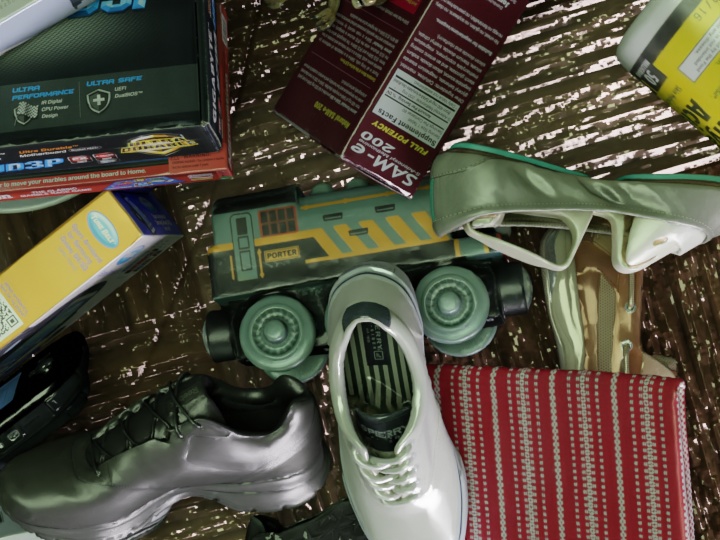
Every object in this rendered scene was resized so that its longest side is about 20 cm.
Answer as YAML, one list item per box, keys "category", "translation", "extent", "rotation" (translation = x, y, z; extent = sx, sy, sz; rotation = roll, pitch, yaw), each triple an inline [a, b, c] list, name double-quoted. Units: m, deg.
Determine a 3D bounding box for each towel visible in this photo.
- category: "towel"
  translation: [0.109, 0.127, 1.450]
  extent: [0.199, 0.022, 0.145]
  rotation: [1, 100, 42]

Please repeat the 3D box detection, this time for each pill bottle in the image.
- category: "pill bottle"
  translation: [0.254, -0.102, 1.444]
  extent: [0.200, 0.111, 0.111]
  rotation: [40, 95, 6]

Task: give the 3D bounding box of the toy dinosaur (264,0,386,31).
- category: "toy dinosaur"
  translation: [-0.012, -0.209, 1.500]
  extent: [0.101, 0.058, 0.201]
  rotation: [-28, 48, 24]

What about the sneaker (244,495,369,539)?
- category: "sneaker"
  translation: [-0.054, 0.195, 1.516]
  extent: [0.199, 0.060, 0.105]
  rotation: [-18, 89, 2]

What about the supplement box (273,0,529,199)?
- category: "supplement box"
  translation: [0.039, -0.153, 1.469]
  extent: [0.061, 0.109, 0.200]
  rotation: [29, 95, -30]

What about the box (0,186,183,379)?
- category: "box"
  translation: [-0.185, 0.012, 1.499]
  extent: [0.200, 0.119, 0.042]
  rotation: [-36, 87, 7]

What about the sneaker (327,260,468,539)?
- category: "sneaker"
  translation: [0.014, 0.097, 1.435]
  extent: [0.073, 0.071, 0.201]
  rotation: [-9, 112, 14]

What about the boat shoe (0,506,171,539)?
- category: "boat shoe"
  translation: [-0.204, 0.178, 1.533]
  extent: [0.199, 0.070, 0.066]
  rotation: [-20, 118, -4]

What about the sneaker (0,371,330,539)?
- category: "sneaker"
  translation: [-0.117, 0.101, 1.476]
  extent: [0.199, 0.091, 0.076]
  rotation: [-12, 48, -12]

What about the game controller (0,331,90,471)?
- category: "game controller"
  translation: [-0.244, 0.108, 1.516]
  extent: [0.200, 0.104, 0.042]
  rotation: [-36, 111, 6]

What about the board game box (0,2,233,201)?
- category: "board game box"
  translation: [-0.174, -0.094, 1.443]
  extent: [0.199, 0.019, 0.103]
  rotation: [-6, 72, 7]

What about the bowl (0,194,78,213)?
- category: "bowl"
  translation: [-0.206, -0.133, 1.515]
  extent: [0.200, 0.090, 0.202]
  rotation: [0, 90, 7]

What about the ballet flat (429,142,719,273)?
- category: "ballet flat"
  translation: [0.136, -0.028, 1.445]
  extent: [0.199, 0.067, 0.064]
  rotation: [8, 78, -7]

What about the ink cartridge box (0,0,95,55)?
- category: "ink cartridge box"
  translation: [-0.207, -0.183, 1.395]
  extent: [0.200, 0.042, 0.120]
  rotation: [-30, 69, -4]

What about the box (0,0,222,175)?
- category: "box"
  translation: [-0.180, -0.137, 1.423]
  extent: [0.199, 0.046, 0.160]
  rotation: [-5, 72, 7]

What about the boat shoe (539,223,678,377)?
- category: "boat shoe"
  translation: [0.153, 0.069, 1.480]
  extent: [0.071, 0.076, 0.201]
  rotation: [-9, 91, 5]

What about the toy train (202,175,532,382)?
- category: "toy train"
  translation: [0.000, 0.000, 1.497]
  extent: [0.199, 0.085, 0.114]
  rotation: [-10, 80, 7]
